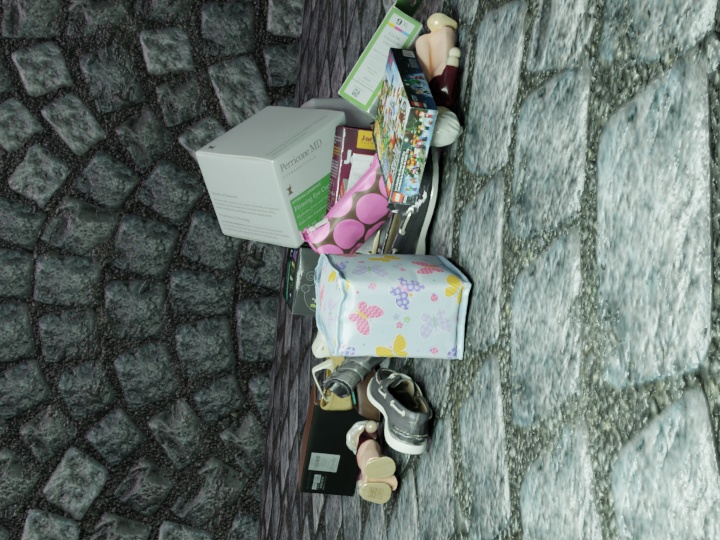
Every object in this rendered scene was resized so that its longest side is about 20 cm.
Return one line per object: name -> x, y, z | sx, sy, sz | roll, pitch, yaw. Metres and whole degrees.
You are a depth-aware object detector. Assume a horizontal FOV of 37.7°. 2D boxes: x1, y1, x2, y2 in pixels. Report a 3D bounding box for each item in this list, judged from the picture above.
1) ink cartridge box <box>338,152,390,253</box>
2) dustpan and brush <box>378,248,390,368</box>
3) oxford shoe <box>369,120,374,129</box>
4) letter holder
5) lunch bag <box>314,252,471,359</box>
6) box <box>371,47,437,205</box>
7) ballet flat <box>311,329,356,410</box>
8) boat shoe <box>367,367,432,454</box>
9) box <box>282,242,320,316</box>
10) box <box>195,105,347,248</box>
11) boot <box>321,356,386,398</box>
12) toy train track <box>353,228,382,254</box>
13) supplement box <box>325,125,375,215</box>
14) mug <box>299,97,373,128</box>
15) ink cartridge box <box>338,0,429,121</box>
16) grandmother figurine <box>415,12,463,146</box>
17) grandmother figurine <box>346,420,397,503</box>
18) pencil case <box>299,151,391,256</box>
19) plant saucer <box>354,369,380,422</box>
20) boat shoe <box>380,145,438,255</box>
ink cartridge box -> 0.020, -0.099, 1.668 | 0.050, 0.109, 0.200 | -99, 18, -58
dustpan and brush -> 0.040, 0.076, 1.657 | 0.140, 0.057, 0.200 | -123, 45, -60
oxford shoe -> 0.072, -0.202, 1.614 | 0.200, 0.071, 0.071 | -138, 24, -75
letter holder -> -0.050, 0.280, 1.897 | 0.142, 0.100, 0.200 | -98, 16, -60
lunch bag -> 0.034, 0.039, 1.342 | 0.200, 0.169, 0.128 | -125, 38, -70
box -> 0.056, -0.195, 1.407 | 0.200, 0.038, 0.137 | -101, 20, -57
ballet flat -> -0.046, 0.142, 1.662 | 0.069, 0.063, 0.200 | -112, 14, -61
boat shoe -> 0.055, 0.174, 1.429 | 0.200, 0.074, 0.060 | -103, 26, -69
box -> -0.058, 0.011, 1.936 | 0.200, 0.148, 0.125 | -138, 55, -77
box -> -0.136, -0.169, 1.844 | 0.200, 0.199, 0.172 | 11, 128, 40
boot -> 0.013, 0.122, 1.520 | 0.132, 0.070, 0.200 | -49, -5, -22
toy train track -> 0.000, 0.000, 1.540 | 0.200, 0.032, 0.115 | -60, -19, -76
supplement box -> 0.006, -0.136, 1.763 | 0.086, 0.110, 0.201 | -135, 51, -77
mug -> -0.042, -0.240, 1.971 | 0.149, 0.153, 0.187 | -160, 75, -79
ink cartridge box -> 0.055, -0.317, 1.537 | 0.200, 0.059, 0.104 | -58, -15, 5
grandmother figurine -> 0.105, -0.244, 1.416 | 0.121, 0.060, 0.200 | 94, 178, -54
grandmother figurine -> 0.015, 0.285, 1.608 | 0.200, 0.060, 0.122 | -111, 38, -75
pencil case -> 0.001, -0.099, 1.570 | 0.200, 0.094, 0.091 | -48, 37, 8
plant saucer -> -0.004, 0.154, 1.739 | 0.200, 0.034, 0.201 | 171, 90, -84
boat shoe -> 0.066, -0.084, 1.490 | 0.074, 0.060, 0.201 | -105, 23, -63
